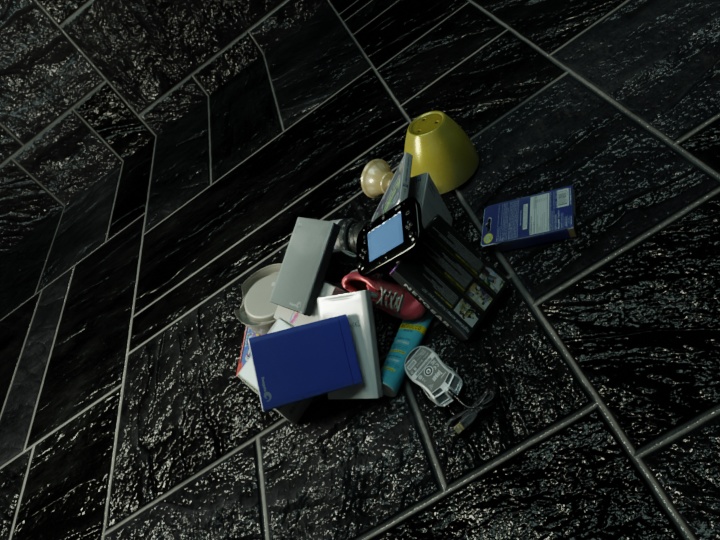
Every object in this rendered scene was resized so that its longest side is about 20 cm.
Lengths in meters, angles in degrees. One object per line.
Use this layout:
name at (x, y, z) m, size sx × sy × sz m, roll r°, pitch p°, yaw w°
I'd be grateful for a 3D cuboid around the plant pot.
plant pot at (0.187, -0.311, 1.454) m, size 0.194 × 0.144 × 0.204 m, roll -18°, pitch 39°, yaw 16°

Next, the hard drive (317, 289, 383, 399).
hard drive at (-0.023, 0.150, 1.149) m, size 0.129 × 0.026 × 0.208 m, roll -10°, pitch 85°, yaw 37°

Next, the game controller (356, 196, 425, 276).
game controller at (0.054, -0.063, 1.138) m, size 0.198 × 0.041 × 0.108 m, roll -30°, pitch 65°, yaw 47°

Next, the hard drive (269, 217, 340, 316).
hard drive at (-0.124, -0.012, 1.270) m, size 0.137 × 0.032 × 0.206 m, roll 11°, pitch 81°, yaw 48°

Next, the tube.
tube at (0.091, 0.160, 1.186) m, size 0.075 × 0.051 × 0.203 m, roll 6°, pitch 52°, yaw 33°

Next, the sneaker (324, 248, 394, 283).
sneaker at (0.000, 0.000, 1.300) m, size 0.110 × 0.195 × 0.076 m, roll 21°, pitch 105°, yaw 49°

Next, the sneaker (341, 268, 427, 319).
sneaker at (0.045, 0.057, 1.200) m, size 0.195 × 0.086 × 0.076 m, roll 20°, pitch 100°, yaw 20°

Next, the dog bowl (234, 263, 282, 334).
dog bowl at (-0.228, 0.078, 1.488) m, size 0.193 × 0.060 × 0.204 m, roll -12°, pitch 45°, yaw 12°

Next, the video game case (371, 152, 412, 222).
video game case at (0.060, -0.129, 1.263) m, size 0.185 × 0.023 × 0.202 m, roll -80°, pitch 14°, yaw -48°

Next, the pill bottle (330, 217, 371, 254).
pill bottle at (-0.054, -0.072, 1.470) m, size 0.195 × 0.112 × 0.114 m, roll -4°, pitch 50°, yaw 36°

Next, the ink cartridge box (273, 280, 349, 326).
ink cartridge box at (-0.095, 0.089, 1.315) m, size 0.197 × 0.127 × 0.129 m, roll 21°, pitch 87°, yaw 49°

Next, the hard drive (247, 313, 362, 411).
hard drive at (-0.104, 0.172, 1.090) m, size 0.193 × 0.137 × 0.025 m, roll -13°, pitch -9°, yaw -15°

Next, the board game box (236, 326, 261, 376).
board game box at (-0.260, 0.175, 1.480) m, size 0.100 × 0.020 × 0.204 m, roll -21°, pitch 42°, yaw 21°

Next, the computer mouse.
computer mouse at (0.158, 0.215, 1.078) m, size 0.110 × 0.044 × 0.200 m, roll -47°, pitch 44°, yaw -1°

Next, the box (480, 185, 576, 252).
box at (0.356, -0.106, 1.224) m, size 0.195 × 0.033 × 0.124 m, roll -11°, pitch 47°, yaw 31°

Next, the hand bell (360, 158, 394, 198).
hand bell at (0.094, -0.219, 1.487) m, size 0.104 × 0.105 × 0.198 m, roll -47°, pitch 37°, yaw -10°

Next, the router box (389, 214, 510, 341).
router box at (0.176, 0.014, 1.139) m, size 0.150 × 0.199 × 0.051 m, roll -48°, pitch -1°, yaw -13°

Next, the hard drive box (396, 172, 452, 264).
hard drive box at (0.138, -0.087, 1.289) m, size 0.075 × 0.157 × 0.204 m, roll -12°, pitch 45°, yaw 30°

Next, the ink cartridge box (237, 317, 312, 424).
ink cartridge box at (-0.152, 0.212, 1.197) m, size 0.081 × 0.202 × 0.148 m, roll 28°, pitch 70°, yaw 26°
